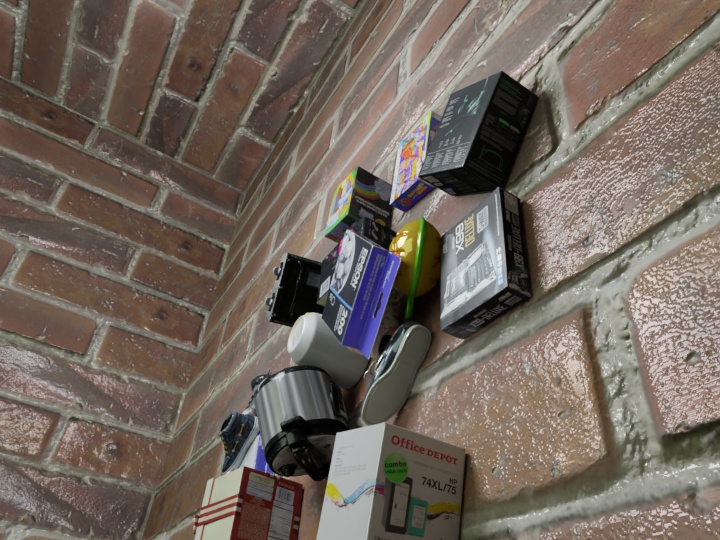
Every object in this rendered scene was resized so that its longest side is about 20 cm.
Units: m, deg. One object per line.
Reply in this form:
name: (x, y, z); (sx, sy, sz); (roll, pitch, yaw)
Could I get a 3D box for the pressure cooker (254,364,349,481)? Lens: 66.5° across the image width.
pressure cooker: (-0.114, 0.316, 1.096); (0.179, 0.175, 0.201); (-53, 39, 30)

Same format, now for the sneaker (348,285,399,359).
sneaker: (0.054, 0.083, 1.091); (0.104, 0.075, 0.202); (17, 79, 48)

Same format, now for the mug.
mug: (-0.083, 0.167, 1.217); (0.186, 0.152, 0.151); (-16, 54, 63)

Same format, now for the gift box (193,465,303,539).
gift box: (-0.239, 0.530, 1.190); (0.186, 0.184, 0.201); (-35, 32, 37)

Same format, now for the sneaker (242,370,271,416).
sneaker: (-0.301, 0.389, 1.613); (0.201, 0.075, 0.114); (-60, 21, 1)

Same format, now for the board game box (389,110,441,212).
board game box: (0.135, -0.255, 1.288); (0.134, 0.045, 0.201); (-38, 35, 51)

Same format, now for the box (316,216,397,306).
box: (0.000, 0.000, 1.249); (0.200, 0.114, 0.133); (-44, 32, 44)

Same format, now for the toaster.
toaster: (-0.137, 0.062, 1.427); (0.119, 0.198, 0.183); (-178, 103, -69)

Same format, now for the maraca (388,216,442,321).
maraca: (0.102, -0.002, 1.035); (0.137, 0.106, 0.202); (-72, -10, -66)

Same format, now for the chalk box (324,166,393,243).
chalk box: (-0.004, -0.130, 1.377); (0.124, 0.124, 0.201); (-36, 35, 52)

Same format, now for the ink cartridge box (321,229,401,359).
ink cartridge box: (-0.006, 0.039, 1.054); (0.200, 0.043, 0.200); (36, 111, 63)

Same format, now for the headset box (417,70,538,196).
headset box: (0.217, -0.255, 1.031); (0.201, 0.092, 0.174); (-68, 21, -6)

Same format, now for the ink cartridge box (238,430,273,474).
ink cartridge box: (-0.285, 0.530, 1.470); (0.200, 0.040, 0.201); (-51, 26, 34)

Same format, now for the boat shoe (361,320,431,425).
boat shoe: (0.055, 0.181, 0.988); (0.201, 0.074, 0.062); (-65, 23, -1)

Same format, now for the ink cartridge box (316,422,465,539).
ink cartridge box: (0.040, 0.336, 0.767); (0.146, 0.146, 0.202); (-35, 38, 54)

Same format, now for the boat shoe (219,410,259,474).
boat shoe: (-0.358, 0.476, 1.522); (0.201, 0.090, 0.071); (-59, 20, 12)

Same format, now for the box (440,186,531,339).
box: (0.195, -0.011, 0.890); (0.158, 0.049, 0.201); (-42, 32, 46)
